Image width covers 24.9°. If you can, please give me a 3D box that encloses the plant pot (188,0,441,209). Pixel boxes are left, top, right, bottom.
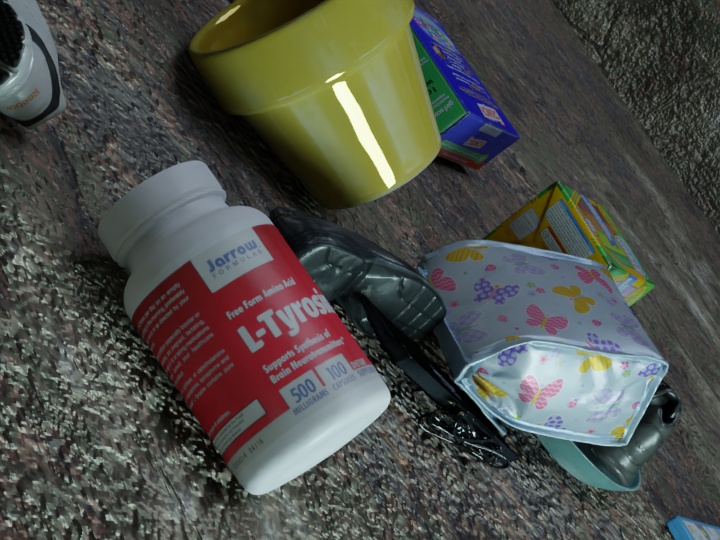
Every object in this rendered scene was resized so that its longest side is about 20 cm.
[{"bbox_3d":[-0.025,-0.166,1.466,0.189,0.201,0.201,62,13,-22],"label":"plant pot"}]

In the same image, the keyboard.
[{"bbox_3d":[0.063,0.112,1.375,0.200,0.040,0.104,43,8,-43],"label":"keyboard"}]

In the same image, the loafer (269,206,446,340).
[{"bbox_3d":[0.000,0.000,1.372,0.200,0.073,0.072,33,20,-46],"label":"loafer"}]

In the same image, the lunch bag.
[{"bbox_3d":[0.150,0.064,1.491,0.200,0.127,0.170,12,29,-25],"label":"lunch bag"}]

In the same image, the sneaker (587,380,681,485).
[{"bbox_3d":[0.278,0.140,1.621,0.076,0.091,0.200,45,18,-11],"label":"sneaker"}]

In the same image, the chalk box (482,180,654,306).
[{"bbox_3d":[0.247,-0.003,1.880,0.125,0.124,0.200,59,20,22],"label":"chalk box"}]

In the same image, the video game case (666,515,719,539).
[{"bbox_3d":[0.412,0.341,1.785,0.200,0.018,0.143,23,34,-55],"label":"video game case"}]

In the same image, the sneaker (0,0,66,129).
[{"bbox_3d":[-0.256,-0.176,1.121,0.080,0.074,0.200,51,15,-56],"label":"sneaker"}]

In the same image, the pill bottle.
[{"bbox_3d":[-0.079,0.033,1.045,0.200,0.112,0.112,54,18,10],"label":"pill bottle"}]

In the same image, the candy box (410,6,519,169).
[{"bbox_3d":[0.087,-0.230,1.989,0.200,0.077,0.169,57,18,20],"label":"candy box"}]

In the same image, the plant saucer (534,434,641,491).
[{"bbox_3d":[0.206,0.146,1.638,0.200,0.036,0.200,44,20,-20],"label":"plant saucer"}]
